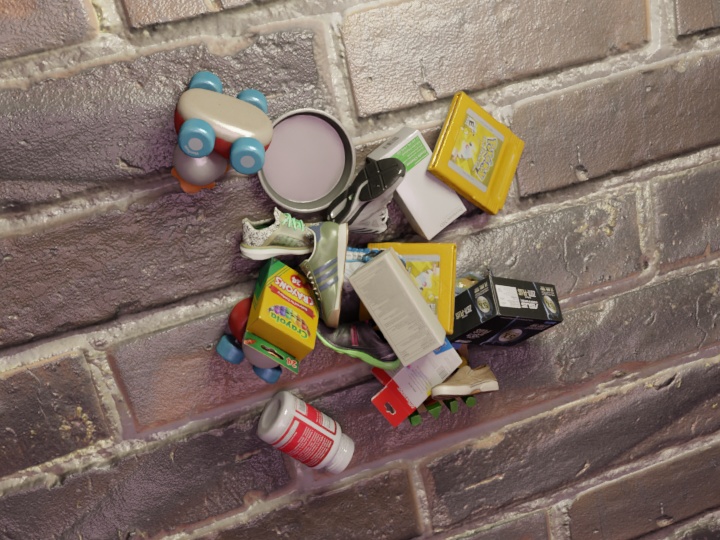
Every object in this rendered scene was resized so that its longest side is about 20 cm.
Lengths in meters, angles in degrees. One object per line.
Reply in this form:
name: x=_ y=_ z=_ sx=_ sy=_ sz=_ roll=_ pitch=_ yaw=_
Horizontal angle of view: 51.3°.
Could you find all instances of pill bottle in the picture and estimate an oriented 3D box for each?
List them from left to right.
pill bottle: x=-0.113 y=0.353 z=1.609 sx=0.199 sy=0.112 sz=0.113 roll=36 pitch=96 yaw=-22

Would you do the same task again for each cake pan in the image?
cake pan: x=-0.108 y=-0.216 z=1.468 sx=0.197 sy=0.037 sz=0.204 roll=-5 pitch=109 yaw=-14

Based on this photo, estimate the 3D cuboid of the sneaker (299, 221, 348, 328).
sneaker: x=-0.075 y=0.005 z=1.448 sx=0.088 sy=0.067 sz=0.204 roll=6 pitch=92 yaw=-1

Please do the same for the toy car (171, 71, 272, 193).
toy car: x=-0.269 y=-0.217 z=1.373 sx=0.174 sy=0.186 sz=0.201 roll=16 pitch=132 yaw=-20

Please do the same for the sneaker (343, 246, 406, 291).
sneaker: x=0.000 y=0.000 z=1.510 sx=0.197 sy=0.075 sz=0.088 roll=6 pitch=105 yaw=25

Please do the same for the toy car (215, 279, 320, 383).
toy car: x=-0.172 y=0.143 z=1.478 sx=0.176 sy=0.200 sz=0.186 roll=32 pitch=98 yaw=-22

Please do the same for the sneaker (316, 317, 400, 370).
sneaker: x=-0.007 y=0.130 z=1.493 sx=0.197 sy=0.077 sz=0.085 roll=20 pitch=92 yaw=0

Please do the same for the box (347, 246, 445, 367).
box: x=0.071 y=0.068 z=1.416 sx=0.094 sy=0.078 sz=0.202 roll=-30 pitch=95 yaw=16

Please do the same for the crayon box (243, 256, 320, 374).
crayon box: x=-0.143 y=0.083 z=1.418 sx=0.126 sy=0.202 sz=0.051 roll=32 pitch=127 yaw=-23

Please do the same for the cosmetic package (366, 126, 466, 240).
cosmetic package: x=0.114 y=-0.177 z=1.517 sx=0.107 sy=0.085 sz=0.201 roll=-39 pitch=112 yaw=-4

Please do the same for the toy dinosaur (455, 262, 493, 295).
toy dinosaur: x=0.203 y=0.050 z=1.616 sx=0.179 sy=0.106 sz=0.201 roll=-23 pitch=124 yaw=13

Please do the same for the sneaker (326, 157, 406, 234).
sneaker: x=0.036 y=-0.141 z=1.470 sx=0.114 sy=0.077 sz=0.200 roll=19 pitch=137 yaw=-43

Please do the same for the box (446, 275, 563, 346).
box: x=0.296 y=0.090 z=1.577 sx=0.197 sy=0.163 sz=0.087 roll=7 pitch=62 yaw=-35

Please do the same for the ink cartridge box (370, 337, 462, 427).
ink cartridge box: x=0.103 y=0.212 z=1.549 sx=0.200 sy=0.067 sz=0.117 roll=-43 pitch=128 yaw=-7

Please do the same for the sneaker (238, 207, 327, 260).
sneaker: x=-0.146 y=-0.081 z=1.473 sx=0.197 sy=0.077 sz=0.090 roll=-12 pitch=123 yaw=-12

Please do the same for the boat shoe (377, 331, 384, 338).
boat shoe: x=0.049 y=0.119 z=1.598 sx=0.197 sy=0.062 sz=0.076 roll=-14 pitch=84 yaw=-8

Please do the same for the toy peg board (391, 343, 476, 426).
toy peg board: x=0.160 y=0.231 z=1.652 sx=0.197 sy=0.098 sz=0.202 roll=-16 pitch=111 yaw=-10

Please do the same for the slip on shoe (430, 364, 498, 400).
slip on shoe: x=0.216 y=0.232 z=1.572 sx=0.198 sy=0.076 sz=0.062 roll=1 pitch=73 yaw=-41

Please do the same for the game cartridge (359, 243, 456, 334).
game cartridge: x=0.094 y=0.034 z=1.514 sx=0.197 sy=0.032 sz=0.180 roll=1 pitch=84 yaw=23

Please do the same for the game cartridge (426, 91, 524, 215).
game cartridge: x=0.238 y=-0.232 z=1.513 sx=0.198 sy=0.032 sz=0.179 roll=29 pitch=75 yaw=-29
